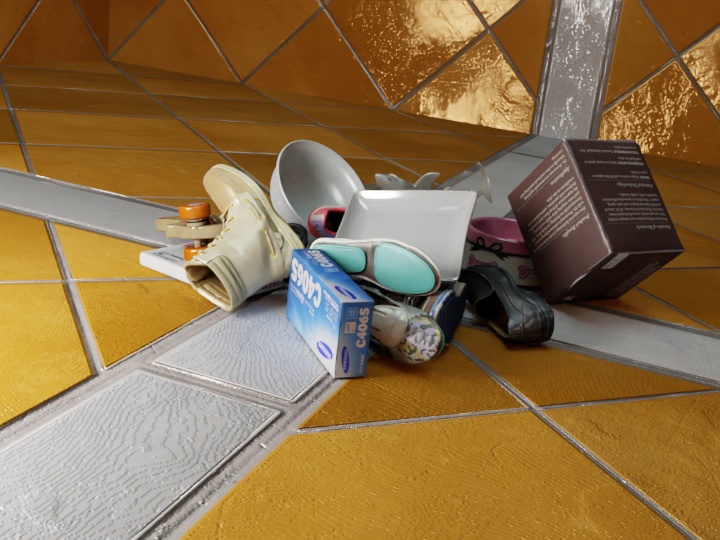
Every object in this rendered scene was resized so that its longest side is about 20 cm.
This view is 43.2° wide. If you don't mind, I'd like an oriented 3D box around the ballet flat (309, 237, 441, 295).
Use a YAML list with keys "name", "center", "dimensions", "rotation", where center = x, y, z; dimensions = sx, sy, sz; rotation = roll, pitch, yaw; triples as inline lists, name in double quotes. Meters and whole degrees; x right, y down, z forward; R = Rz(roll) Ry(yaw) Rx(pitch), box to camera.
- name: "ballet flat"
  center: [0.025, -0.014, 1.210]
  dimensions: [0.196, 0.071, 0.069]
  rotation: [10, 16, 27]

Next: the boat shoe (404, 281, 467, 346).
- name: "boat shoe"
  center: [0.095, 0.056, 1.222]
  dimensions: [0.071, 0.074, 0.200]
  rotation: [6, 6, 14]

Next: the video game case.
- name: "video game case"
  center: [-0.199, -0.007, 1.366]
  dimensions: [0.197, 0.023, 0.181]
  rotation: [18, 20, 34]

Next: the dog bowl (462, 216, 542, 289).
- name: "dog bowl"
  center: [0.258, -0.035, 1.553]
  dimensions: [0.196, 0.075, 0.201]
  rotation: [6, 17, -2]

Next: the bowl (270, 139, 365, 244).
- name: "bowl"
  center: [-0.086, -0.118, 1.578]
  dimensions: [0.199, 0.090, 0.204]
  rotation: [25, 47, -30]

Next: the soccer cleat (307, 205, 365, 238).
- name: "soccer cleat"
  center: [0.013, -0.065, 1.421]
  dimensions: [0.196, 0.068, 0.076]
  rotation: [7, -3, -21]

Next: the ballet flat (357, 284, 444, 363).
- name: "ballet flat"
  center: [0.026, 0.065, 1.140]
  dimensions: [0.071, 0.074, 0.199]
  rotation: [-3, 14, -29]

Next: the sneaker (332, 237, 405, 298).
- name: "sneaker"
  center: [0.000, 0.000, 1.347]
  dimensions: [0.197, 0.071, 0.078]
  rotation: [2, 42, 35]

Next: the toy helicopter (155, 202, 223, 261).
- name: "toy helicopter"
  center: [-0.248, -0.071, 1.398]
  dimensions: [0.131, 0.081, 0.198]
  rotation: [-15, 15, -38]

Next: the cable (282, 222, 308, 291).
- name: "cable"
  center: [-0.088, -0.006, 1.342]
  dimensions: [0.096, 0.051, 0.200]
  rotation: [-17, 32, -21]

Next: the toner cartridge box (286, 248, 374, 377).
- name: "toner cartridge box"
  center: [-0.042, 0.048, 1.131]
  dimensions: [0.042, 0.097, 0.200]
  rotation: [-1, 18, -21]

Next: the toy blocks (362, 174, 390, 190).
- name: "toy blocks"
  center: [0.000, -0.117, 1.708]
  dimensions: [0.134, 0.102, 0.200]
  rotation: [-8, 20, -9]

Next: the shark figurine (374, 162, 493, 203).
- name: "shark figurine"
  center: [0.135, -0.110, 1.555]
  dimensions: [0.210, 0.091, 0.129]
  rotation: [2, -29, 22]

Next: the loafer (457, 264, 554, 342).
- name: "loafer"
  center: [0.188, 0.043, 1.286]
  dimensions: [0.071, 0.074, 0.199]
  rotation: [-7, 20, -26]

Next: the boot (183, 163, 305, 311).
- name: "boot"
  center: [-0.187, -0.048, 1.249]
  dimensions: [0.155, 0.073, 0.201]
  rotation: [-32, 75, -38]

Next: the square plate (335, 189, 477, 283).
- name: "square plate"
  center: [0.061, -0.047, 1.307]
  dimensions: [0.194, 0.029, 0.202]
  rotation: [2, 41, 17]

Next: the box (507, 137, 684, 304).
- name: "box"
  center: [0.363, -0.077, 1.425]
  dimensions: [0.161, 0.166, 0.203]
  rotation: [-3, 64, -31]
